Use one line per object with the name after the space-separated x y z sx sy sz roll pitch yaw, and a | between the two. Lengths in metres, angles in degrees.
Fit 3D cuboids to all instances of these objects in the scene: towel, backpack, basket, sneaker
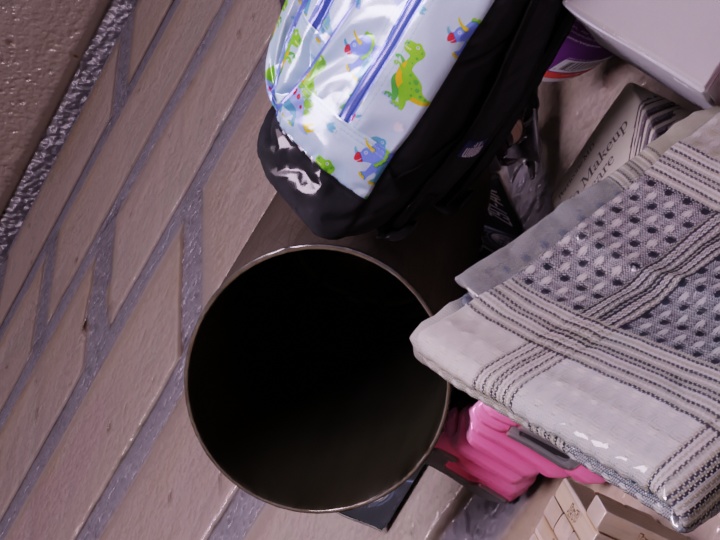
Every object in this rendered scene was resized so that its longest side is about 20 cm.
0.132 0.003 0.752 0.192 0.035 0.200 -37 30 -16 | towel
0.041 -0.132 0.902 0.200 0.154 0.163 -45 -11 35 | backpack
0.000 0.000 1.033 0.201 0.135 0.181 -68 0 -51 | basket
0.096 0.058 0.973 0.096 0.079 0.200 -61 16 -21 | sneaker

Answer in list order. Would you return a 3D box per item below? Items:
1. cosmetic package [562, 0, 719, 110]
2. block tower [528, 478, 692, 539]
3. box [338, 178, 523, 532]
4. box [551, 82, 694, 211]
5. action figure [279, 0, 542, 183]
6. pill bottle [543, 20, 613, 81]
0.185 -0.176 0.876 0.201 0.090 0.107 -55 -16 5 | cosmetic package
0.078 0.191 0.869 0.201 0.054 0.058 -62 19 14 | block tower
0.034 0.040 1.209 0.201 0.043 0.161 -60 19 20 | box
0.149 -0.002 0.880 0.082 0.068 0.200 -58 20 23 | box
0.046 -0.122 1.147 0.069 0.199 0.131 -40 47 20 | action figure
0.141 -0.185 1.064 0.200 0.112 0.113 -28 41 63 | pill bottle
